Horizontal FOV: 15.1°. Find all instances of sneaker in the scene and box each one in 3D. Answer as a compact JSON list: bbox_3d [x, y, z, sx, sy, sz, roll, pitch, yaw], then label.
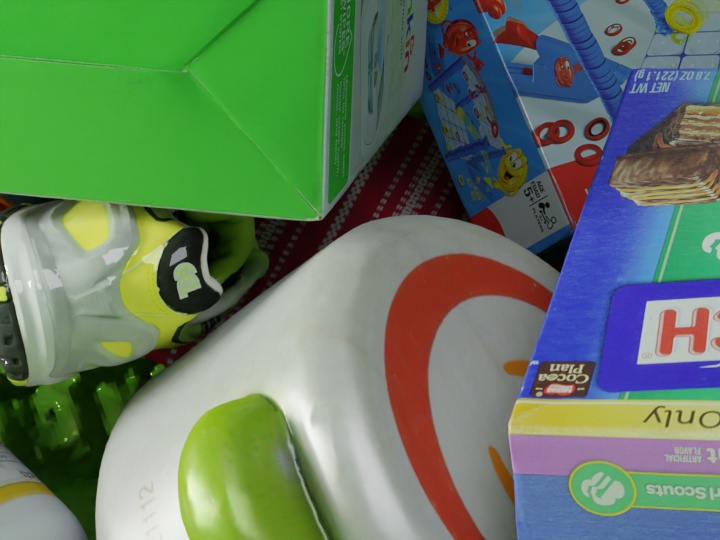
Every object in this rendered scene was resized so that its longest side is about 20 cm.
[{"bbox_3d":[-0.065,-0.006,0.930,0.076,0.076,0.200,-8,14,12],"label":"sneaker"}]

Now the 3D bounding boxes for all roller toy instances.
[{"bbox_3d":[0.014,0.090,0.879,0.200,0.140,0.183,41,36,-19],"label":"roller toy"}]

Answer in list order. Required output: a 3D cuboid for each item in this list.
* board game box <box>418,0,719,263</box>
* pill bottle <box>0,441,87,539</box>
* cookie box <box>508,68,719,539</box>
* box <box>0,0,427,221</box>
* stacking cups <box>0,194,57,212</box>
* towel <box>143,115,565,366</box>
[{"bbox_3d":[0.101,-0.119,1.041,0.200,0.056,0.196,-19,83,-35],"label":"board game box"},{"bbox_3d":[-0.160,0.094,0.894,0.200,0.112,0.112,42,61,19],"label":"pill bottle"},{"bbox_3d":[0.148,0.018,0.818,0.171,0.075,0.200,1,35,17],"label":"cookie box"},{"bbox_3d":[-0.088,-0.093,0.911,0.199,0.097,0.176,5,17,10],"label":"box"},{"bbox_3d":[-0.133,-0.009,0.946,0.060,0.061,0.200,10,27,-1],"label":"stacking cups"},{"bbox_3d":[0.000,0.000,1.035,0.200,0.023,0.145,22,58,9],"label":"towel"}]
